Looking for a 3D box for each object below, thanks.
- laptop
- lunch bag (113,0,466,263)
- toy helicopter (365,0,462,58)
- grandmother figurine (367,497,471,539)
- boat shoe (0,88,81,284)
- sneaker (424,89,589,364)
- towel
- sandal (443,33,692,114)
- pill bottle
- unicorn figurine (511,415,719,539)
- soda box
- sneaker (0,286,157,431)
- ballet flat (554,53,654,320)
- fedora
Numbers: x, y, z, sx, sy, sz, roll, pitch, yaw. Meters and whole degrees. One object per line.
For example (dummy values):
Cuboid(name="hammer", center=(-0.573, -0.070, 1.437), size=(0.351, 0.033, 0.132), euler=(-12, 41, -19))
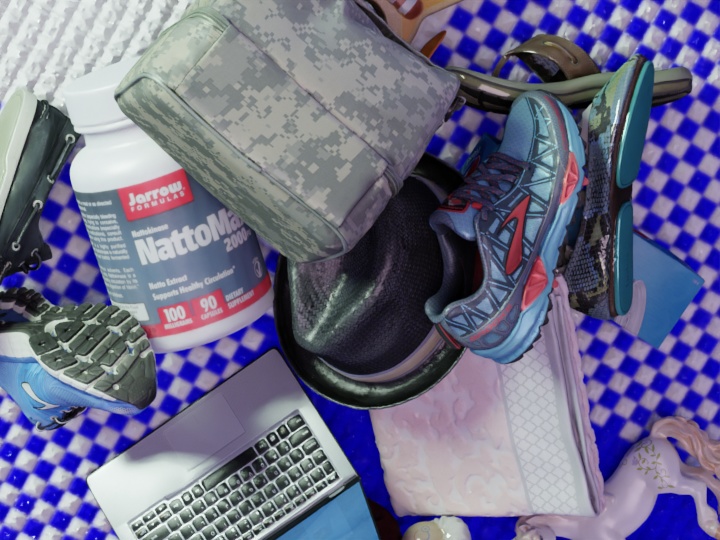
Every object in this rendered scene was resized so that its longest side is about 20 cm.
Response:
Cuboid(name="laptop", center=(-0.101, 0.179, 1.500), size=(0.187, 0.116, 0.200), euler=(-34, 72, 2))
Cuboid(name="lunch bag", center=(-0.043, -0.123, 1.379), size=(0.200, 0.139, 0.168), euler=(41, 76, -12))
Cuboid(name="toy helicopter", center=(0.040, -0.193, 1.489), size=(0.199, 0.079, 0.133), euler=(-22, 101, -13))
Cuboid(name="grandmother figurine", center=(-0.011, 0.225, 1.573), size=(0.199, 0.061, 0.122), euler=(-5, 70, 4))
Cuboid(name="boat shoe", center=(-0.256, -0.030, 1.482), size=(0.066, 0.074, 0.200), euler=(21, 76, -27))
Cuboid(name="sneaker", center=(0.099, -0.039, 1.425), size=(0.095, 0.079, 0.201), euler=(18, 78, -30))
Cuboid(name="towel", center=(0.085, 0.100, 1.541), size=(0.190, 0.032, 0.201), euler=(-2, 110, 32))
Cuboid(name="sandal", center=(0.153, -0.150, 1.519), size=(0.200, 0.080, 0.058), euler=(-3, 89, -15))
Cuboid(name="pill bottle", center=(-0.147, -0.052, 1.476), size=(0.119, 0.120, 0.201), euler=(-18, 106, -2))
Cuboid(name="unicorn figurine", center=(0.214, 0.200, 1.622), size=(0.137, 0.074, 0.200), euler=(39, 83, -6))
Cuboid(name="soda box", center=(0.164, -0.023, 1.553), size=(0.200, 0.064, 0.068), euler=(32, 99, -13))
Cuboid(name="sneaker", center=(-0.213, 0.074, 1.482), size=(0.078, 0.200, 0.089), euler=(-37, 124, -30))
Cuboid(name="ballet flat", center=(0.173, -0.063, 1.480), size=(0.074, 0.074, 0.201), euler=(4, 101, -8))
Cuboid(name="fedora", center=(0.000, 0.000, 1.479), size=(0.200, 0.092, 0.202), euler=(-5, 79, 26))
